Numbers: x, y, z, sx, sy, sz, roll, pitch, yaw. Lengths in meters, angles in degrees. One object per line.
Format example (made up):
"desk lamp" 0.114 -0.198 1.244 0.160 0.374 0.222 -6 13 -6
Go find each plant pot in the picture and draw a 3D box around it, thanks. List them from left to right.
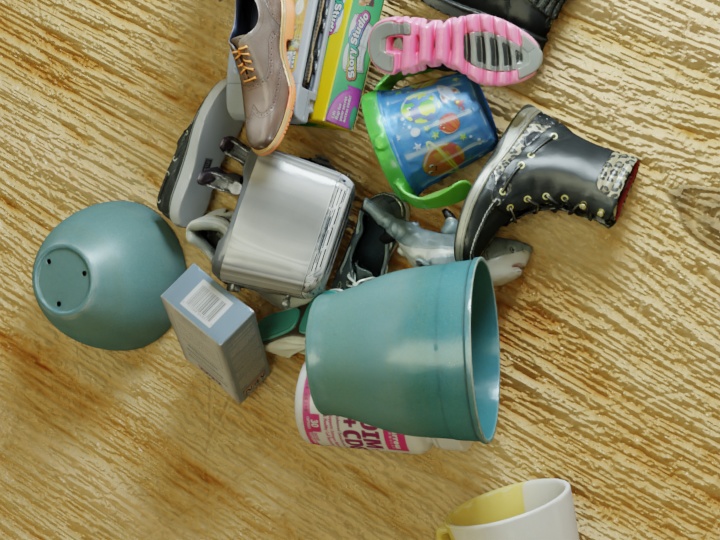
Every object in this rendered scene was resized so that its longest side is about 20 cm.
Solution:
"plant pot" -0.345 0.009 1.818 0.200 0.135 0.200 1 92 23
"plant pot" 0.044 0.089 1.527 0.188 0.200 0.200 -3 91 13

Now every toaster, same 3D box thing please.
"toaster" -0.086 -0.058 1.652 0.129 0.114 0.200 17 83 3

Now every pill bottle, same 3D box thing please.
"pill bottle" 0.033 0.158 1.667 0.200 0.113 0.113 2 93 20

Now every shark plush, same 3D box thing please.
"shark plush" 0.096 -0.032 1.653 0.200 0.091 0.083 25 86 15

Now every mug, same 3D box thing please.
"mug" 0.185 0.334 1.618 0.149 0.187 0.153 -19 94 -9

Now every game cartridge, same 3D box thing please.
"game cartridge" -0.095 -0.271 1.645 0.133 0.042 0.200 7 84 38

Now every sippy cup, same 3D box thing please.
"sippy cup" 0.086 -0.165 1.631 0.130 0.140 0.178 -21 93 12

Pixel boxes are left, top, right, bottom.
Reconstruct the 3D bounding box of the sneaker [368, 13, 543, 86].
"sneaker" 0.114 -0.253 1.590 0.200 0.095 0.079 11 102 21

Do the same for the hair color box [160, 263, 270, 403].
"hair color box" -0.173 0.080 1.712 0.099 0.200 0.061 38 71 18

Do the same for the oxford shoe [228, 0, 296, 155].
"oxford shoe" -0.120 -0.228 1.584 0.071 0.073 0.200 -14 71 39

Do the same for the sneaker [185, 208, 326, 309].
"sneaker" -0.134 -0.007 1.755 0.200 0.081 0.075 32 102 18

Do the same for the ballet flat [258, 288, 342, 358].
"ballet flat" -0.053 0.069 1.700 0.200 0.069 0.069 -20 84 52

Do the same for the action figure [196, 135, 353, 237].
"action figure" -0.096 -0.092 1.741 0.200 0.069 0.130 27 90 16

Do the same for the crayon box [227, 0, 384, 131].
"crayon box" -0.062 -0.274 1.680 0.173 0.058 0.200 12 88 42

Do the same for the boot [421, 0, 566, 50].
"boot" 0.156 -0.358 1.608 0.211 0.079 0.158 27 109 6

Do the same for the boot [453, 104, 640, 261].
"boot" 0.207 -0.076 1.581 0.154 0.073 0.204 25 76 18

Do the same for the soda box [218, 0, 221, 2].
"soda box" -0.150 -0.402 1.682 0.063 0.200 0.070 -28 119 23

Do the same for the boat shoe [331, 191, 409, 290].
"boat shoe" 0.000 0.000 1.705 0.073 0.062 0.200 24 103 18

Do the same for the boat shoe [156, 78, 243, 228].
"boat shoe" -0.207 -0.154 1.787 0.057 0.069 0.200 27 98 36
